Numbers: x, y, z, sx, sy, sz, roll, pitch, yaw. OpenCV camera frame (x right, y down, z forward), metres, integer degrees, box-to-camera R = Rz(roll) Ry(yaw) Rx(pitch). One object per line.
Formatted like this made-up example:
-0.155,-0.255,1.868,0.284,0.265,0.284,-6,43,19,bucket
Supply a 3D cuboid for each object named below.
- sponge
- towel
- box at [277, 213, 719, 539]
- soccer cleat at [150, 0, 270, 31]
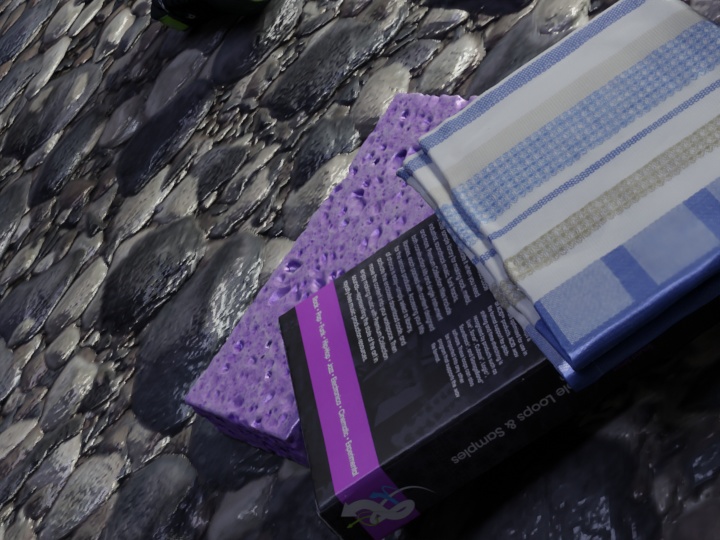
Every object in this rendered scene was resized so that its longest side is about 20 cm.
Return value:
0.000,0.000,0.960,0.201,0.030,0.111,-55,28,-12,sponge
0.105,-0.041,0.789,0.146,0.024,0.200,-35,32,1,towel
0.061,0.015,0.818,0.199,0.036,0.143,-35,31,12,box
-0.109,-0.198,1.346,0.082,0.067,0.200,-62,24,13,soccer cleat
